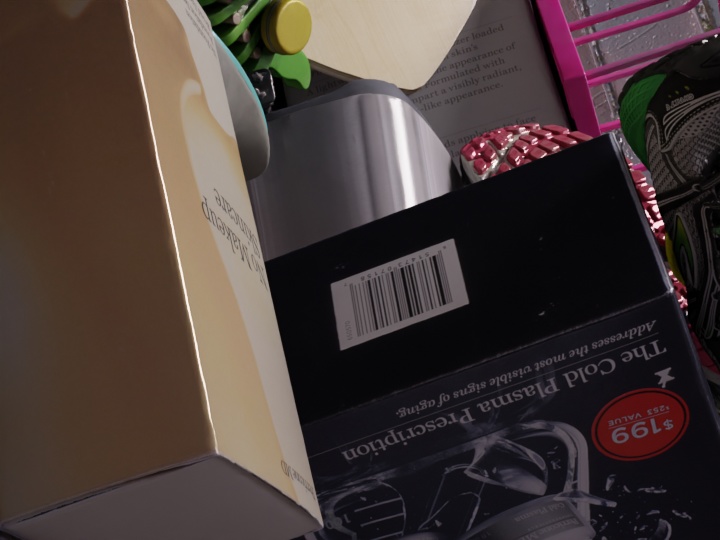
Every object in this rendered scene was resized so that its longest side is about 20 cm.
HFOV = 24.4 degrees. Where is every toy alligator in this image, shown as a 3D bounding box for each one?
[{"bbox_3d":[-0.079,-0.157,0.862,0.054,0.059,0.201,-53,137,-27],"label":"toy alligator"}]

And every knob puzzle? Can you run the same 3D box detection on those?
[{"bbox_3d":[-0.012,-0.194,0.996,0.030,0.218,0.221,-34,-109,61],"label":"knob puzzle"}]

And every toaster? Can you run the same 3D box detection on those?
[{"bbox_3d":[0.000,0.000,0.822,0.200,0.113,0.130,57,19,-58],"label":"toaster"}]

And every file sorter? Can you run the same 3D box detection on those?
[{"bbox_3d":[0.178,-0.146,1.036,0.201,0.125,0.139,-100,171,-45],"label":"file sorter"}]

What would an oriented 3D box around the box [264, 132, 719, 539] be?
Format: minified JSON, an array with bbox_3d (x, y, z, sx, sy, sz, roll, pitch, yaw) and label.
[{"bbox_3d":[0.050,0.070,0.710,0.105,0.199,0.183,-100,166,-48],"label":"box"}]

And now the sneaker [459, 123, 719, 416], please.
[{"bbox_3d":[0.121,0.004,0.821,0.200,0.080,0.075,44,-41,19],"label":"sneaker"}]

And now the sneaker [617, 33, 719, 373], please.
[{"bbox_3d":[0.156,-0.020,0.657,0.200,0.078,0.086,58,16,-52],"label":"sneaker"}]

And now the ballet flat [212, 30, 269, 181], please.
[{"bbox_3d":[-0.099,-0.094,0.650,0.201,0.067,0.064,62,41,-38],"label":"ballet flat"}]

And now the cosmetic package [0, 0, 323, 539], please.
[{"bbox_3d":[-0.078,-0.010,0.536,0.105,0.071,0.201,50,23,-65],"label":"cosmetic package"}]

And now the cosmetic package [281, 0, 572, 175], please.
[{"bbox_3d":[0.050,-0.082,1.074,0.165,0.164,0.201,63,13,-55],"label":"cosmetic package"}]
